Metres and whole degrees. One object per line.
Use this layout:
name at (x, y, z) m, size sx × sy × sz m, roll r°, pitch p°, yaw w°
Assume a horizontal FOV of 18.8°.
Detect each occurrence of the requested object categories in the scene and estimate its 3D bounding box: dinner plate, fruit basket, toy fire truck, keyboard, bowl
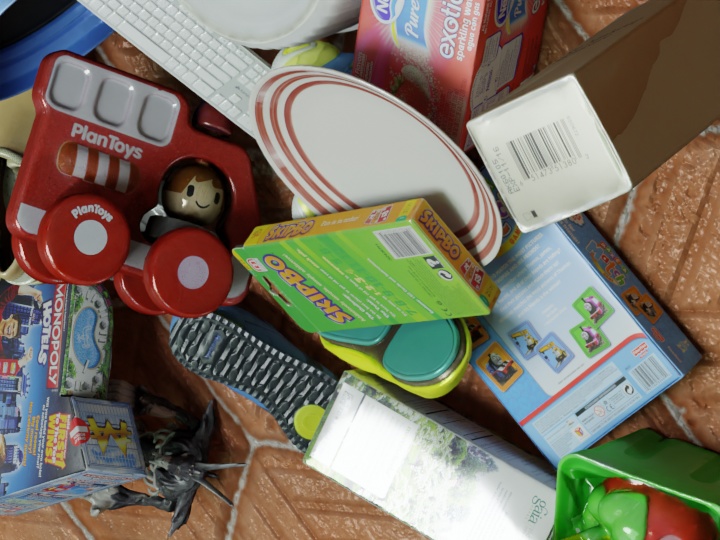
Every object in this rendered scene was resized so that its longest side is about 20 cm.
dinner plate at (0.013, -0.072, 1.472) m, size 0.199 × 0.024 × 0.201 m, roll 27°, pitch 154°, yaw 14°
fruit basket at (0.176, 0.230, 1.513) m, size 0.155 × 0.215 × 0.217 m, roll 18°, pitch 124°, yaw 28°
toy fire truck at (-0.162, -0.059, 1.621) m, size 0.112 × 0.199 × 0.169 m, roll 1°, pitch 74°, yaw 69°
keyboard at (-0.117, -0.157, 1.573) m, size 0.056 × 0.011 × 0.200 m, roll -36°, pitch 126°, yaw 24°
bowl at (-0.224, -0.197, 1.576) m, size 0.039 × 0.200 × 0.201 m, roll 52°, pitch 133°, yaw 8°

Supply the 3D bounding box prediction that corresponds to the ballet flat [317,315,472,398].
ballet flat at (0.039, 0.058, 1.588) m, size 0.067 × 0.067 × 0.200 m, roll 39°, pitch 169°, yaw -29°

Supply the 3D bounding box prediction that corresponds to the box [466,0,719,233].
box at (0.163, -0.107, 1.339) m, size 0.095 × 0.200 × 0.078 m, roll -23°, pitch 99°, yaw 41°

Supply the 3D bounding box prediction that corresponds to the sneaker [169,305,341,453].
sneaker at (-0.060, 0.082, 1.717) m, size 0.199 × 0.079 × 0.066 m, roll 35°, pitch 107°, yaw -5°

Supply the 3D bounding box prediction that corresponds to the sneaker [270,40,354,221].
sneaker at (0.002, -0.072, 1.568) m, size 0.104 × 0.076 × 0.201 m, roll -1°, pitch 125°, yaw 24°

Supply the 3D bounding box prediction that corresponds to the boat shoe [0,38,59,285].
boat shoe at (-0.258, -0.090, 1.671) m, size 0.071 × 0.076 × 0.202 m, roll -4°, pitch 87°, yaw 20°

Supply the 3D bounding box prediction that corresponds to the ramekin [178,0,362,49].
ramekin at (-0.057, -0.247, 1.497) m, size 0.199 × 0.105 × 0.202 m, roll 18°, pitch 123°, yaw 29°

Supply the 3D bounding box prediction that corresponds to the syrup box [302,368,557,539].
syrup box at (0.066, 0.153, 1.614) m, size 0.199 × 0.081 × 0.079 m, roll 29°, pitch 99°, yaw 18°

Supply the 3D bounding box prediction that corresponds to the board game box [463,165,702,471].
board game box at (0.127, 0.026, 1.550) m, size 0.200 × 0.037 × 0.151 m, roll 50°, pitch 134°, yaw 3°

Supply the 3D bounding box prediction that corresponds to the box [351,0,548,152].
box at (0.065, -0.191, 1.437) m, size 0.095 × 0.100 × 0.201 m, roll 26°, pitch 127°, yaw 24°

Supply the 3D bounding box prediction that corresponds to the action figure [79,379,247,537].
action figure at (-0.196, 0.149, 1.814) m, size 0.199 × 0.102 × 0.120 m, roll 15°, pitch 92°, yaw 35°

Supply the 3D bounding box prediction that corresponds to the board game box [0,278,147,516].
board game box at (-0.243, 0.105, 1.757) m, size 0.199 × 0.061 × 0.202 m, roll 1°, pitch 83°, yaw 51°

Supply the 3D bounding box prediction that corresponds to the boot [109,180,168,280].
boot at (-0.227, -0.052, 1.730) m, size 0.199 × 0.073 × 0.096 m, roll 25°, pitch 89°, yaw 24°

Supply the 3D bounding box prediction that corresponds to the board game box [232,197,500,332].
board game box at (0.000, 0.000, 1.541) m, size 0.199 × 0.030 × 0.096 m, roll -10°, pitch 130°, yaw 46°
